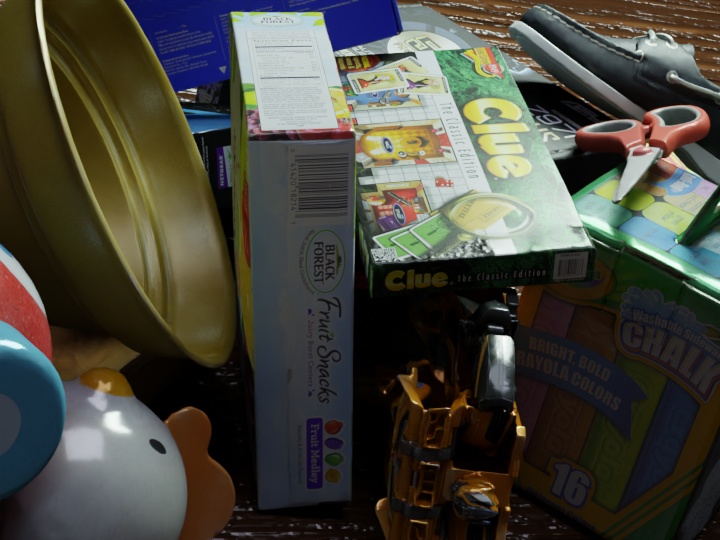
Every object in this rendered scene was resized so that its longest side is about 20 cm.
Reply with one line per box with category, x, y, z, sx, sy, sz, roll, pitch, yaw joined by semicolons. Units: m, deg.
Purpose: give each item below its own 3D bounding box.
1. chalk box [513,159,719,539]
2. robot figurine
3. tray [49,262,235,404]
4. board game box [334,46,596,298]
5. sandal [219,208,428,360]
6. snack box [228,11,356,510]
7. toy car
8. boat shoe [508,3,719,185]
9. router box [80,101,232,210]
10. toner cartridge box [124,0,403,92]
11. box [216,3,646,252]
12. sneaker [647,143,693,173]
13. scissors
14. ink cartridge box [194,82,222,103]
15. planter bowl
chalk box;0.156;0.024;0.810;0.123;0.201;0.124;28;30;24
robot figurine;0.039;0.066;0.752;0.058;0.146;0.200;7;20;-3
tray;-0.144;0.033;0.819;0.098;0.037;0.200;23;28;15
board game box;0.040;-0.055;0.779;0.104;0.024;0.200;-3;35;-9
sandal;0.000;0.000;0.904;0.199;0.045;0.075;26;17;-14
snack box;-0.034;-0.007;0.766;0.053;0.201;0.142;-2;30;-6
toy car;-0.132;0.072;0.634;0.199;0.178;0.184;9;14;-39
boat shoe;0.180;-0.108;0.937;0.199;0.061;0.076;32;6;-16
router box;-0.148;-0.065;0.906;0.149;0.051;0.199;-14;17;-42
toner cartridge box;-0.084;-0.151;0.856;0.199;0.096;0.043;-14;12;2
box;0.038;-0.078;0.937;0.163;0.087;0.200;-12;39;-44
sneaker;0.219;-0.041;1.095;0.090;0.079;0.200;10;29;-23
scissors;0.151;-0.062;0.798;0.073;0.014;0.200;-8;12;5
ink cartridge box;-0.046;-0.188;1.090;0.050;0.201;0.109;34;33;32
planter bowl;-0.133;-0.038;0.710;0.083;0.201;0.201;-20;28;8
